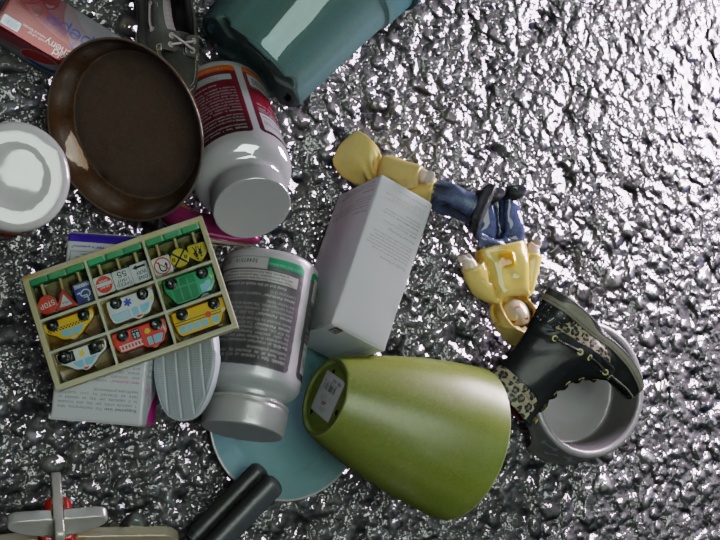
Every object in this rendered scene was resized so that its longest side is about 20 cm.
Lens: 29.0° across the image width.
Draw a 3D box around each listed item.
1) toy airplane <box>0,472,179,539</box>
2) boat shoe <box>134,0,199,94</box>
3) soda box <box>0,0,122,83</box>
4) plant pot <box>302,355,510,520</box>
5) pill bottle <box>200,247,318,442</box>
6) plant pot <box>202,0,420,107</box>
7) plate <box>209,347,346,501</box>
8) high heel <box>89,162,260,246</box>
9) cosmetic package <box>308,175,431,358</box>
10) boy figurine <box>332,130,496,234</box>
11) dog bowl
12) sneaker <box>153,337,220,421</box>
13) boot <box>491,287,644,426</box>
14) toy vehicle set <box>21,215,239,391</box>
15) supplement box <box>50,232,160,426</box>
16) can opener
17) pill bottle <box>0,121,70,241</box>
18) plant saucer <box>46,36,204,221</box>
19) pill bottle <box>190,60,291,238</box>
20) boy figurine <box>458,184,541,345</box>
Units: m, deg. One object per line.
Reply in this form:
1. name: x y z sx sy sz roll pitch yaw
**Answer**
1. toy airplane: -0.323 0.290 1.466 0.199 0.141 0.200 -40 122 9
2. boat shoe: -0.214 -0.279 1.553 0.067 0.057 0.201 11 50 -39
3. soda box: -0.311 -0.241 1.546 0.200 0.070 0.064 31 73 -21
4. plant pot: 0.038 0.173 1.615 0.199 0.187 0.188 22 77 -29
5. pill bottle: -0.116 0.085 1.570 0.113 0.113 0.201 18 69 -24
6. plant pot: -0.067 -0.310 1.616 0.200 0.200 0.196 45 78 -17
7. plate: -0.090 0.173 1.653 0.199 0.026 0.201 3 84 -27
8. high heel: -0.202 -0.088 1.561 0.199 0.067 0.097 15 88 -1
9. cosmetic package: 0.000 0.000 1.649 0.081 0.113 0.201 27 69 -23
10. boy figurine: 0.063 -0.108 1.704 0.199 0.124 0.065 24 80 9
11. dog bowl: 0.285 0.156 1.822 0.199 0.059 0.201 2 86 -26
12. sneaker: -0.181 0.064 1.520 0.073 0.071 0.201 3 84 8
13. boot: 0.254 0.136 1.742 0.154 0.073 0.204 -50 121 -8
14. toy vehicle set: -0.239 0.034 1.452 0.199 0.027 0.125 -20 85 -3
15. supplement box: -0.269 0.066 1.512 0.103 0.101 0.201 3 83 0
16. can opener: -0.166 0.313 1.587 0.200 0.053 0.067 -45 139 -13
17. pill bottle: -0.375 -0.086 1.431 0.109 0.200 0.110 2 85 -26
18. plant saucer: -0.246 -0.153 1.491 0.034 0.200 0.201 -37 105 -59
19. pill bottle: -0.141 -0.133 1.545 0.112 0.113 0.200 7 40 -26
20. boy figurine: 0.180 -0.005 1.771 0.124 0.064 0.201 -4 86 -30
